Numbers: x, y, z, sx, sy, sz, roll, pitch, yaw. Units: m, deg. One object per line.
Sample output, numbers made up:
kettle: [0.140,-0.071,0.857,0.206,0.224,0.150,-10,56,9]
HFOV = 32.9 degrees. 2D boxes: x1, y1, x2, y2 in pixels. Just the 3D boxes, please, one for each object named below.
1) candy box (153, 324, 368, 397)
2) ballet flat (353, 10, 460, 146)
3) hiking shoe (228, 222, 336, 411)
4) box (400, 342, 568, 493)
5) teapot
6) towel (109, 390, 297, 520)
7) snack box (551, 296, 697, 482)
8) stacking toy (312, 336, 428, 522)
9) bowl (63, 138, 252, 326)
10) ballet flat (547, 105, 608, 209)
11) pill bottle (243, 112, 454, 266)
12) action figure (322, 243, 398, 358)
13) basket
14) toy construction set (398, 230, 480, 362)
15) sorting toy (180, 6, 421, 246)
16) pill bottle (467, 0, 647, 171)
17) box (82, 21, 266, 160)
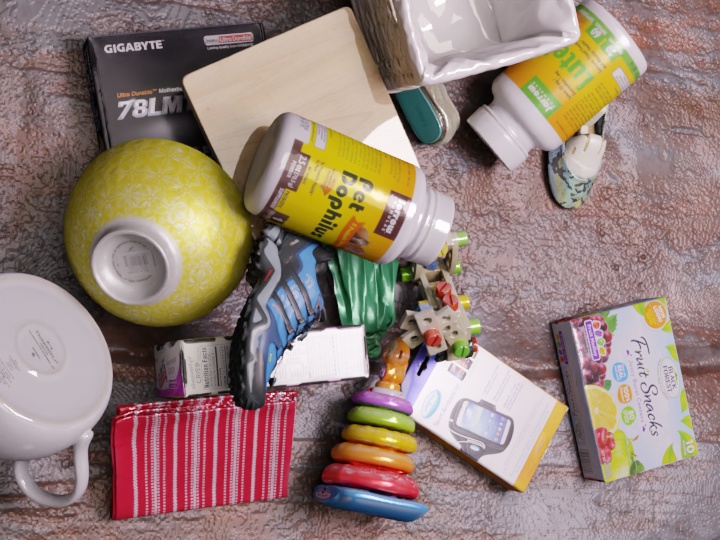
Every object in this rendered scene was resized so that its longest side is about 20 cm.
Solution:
candy box: [-0.107,0.097,1.292,0.199,0.136,0.061,-3,86,-20]
ballet flat: [0.055,-0.240,1.431,0.062,0.067,0.200,-37,104,-48]
hiking shoe: [-0.075,0.046,1.199,0.086,0.074,0.201,16,63,-12]
box: [0.136,0.159,1.433,0.200,0.041,0.119,35,75,-13]
teapot: [-0.350,0.111,1.197,0.197,0.146,0.200,25,43,-37]
towel: [-0.166,0.196,1.286,0.199,0.022,0.145,-4,120,-21]
snack box: [0.326,0.145,1.499,0.142,0.053,0.201,-12,90,-23]
stacking toy: [0.024,0.170,1.351,0.109,0.116,0.201,16,77,-19]
bowl: [-0.215,-0.022,1.222,0.199,0.108,0.201,3,113,7]
ballet flat: [0.275,-0.177,1.497,0.074,0.074,0.201,8,83,-20]
pill bottle: [-0.009,-0.075,1.232,0.200,0.109,0.110,21,79,-16]
action figure: [0.000,0.000,1.383,0.118,0.055,0.201,-5,83,-21]
basket: [0.102,-0.308,1.320,0.199,0.161,0.199,-18,97,-17]
toy construction set: [0.089,0.025,1.361,0.092,0.131,0.200,2,41,1]
sorting toy: [-0.067,-0.149,1.309,0.200,0.070,0.199,-26,97,-15]
pill bottle: [0.226,-0.212,1.432,0.200,0.111,0.111,-41,101,7]
box: [-0.188,-0.163,1.330,0.199,0.050,0.199,-9,90,-22]
